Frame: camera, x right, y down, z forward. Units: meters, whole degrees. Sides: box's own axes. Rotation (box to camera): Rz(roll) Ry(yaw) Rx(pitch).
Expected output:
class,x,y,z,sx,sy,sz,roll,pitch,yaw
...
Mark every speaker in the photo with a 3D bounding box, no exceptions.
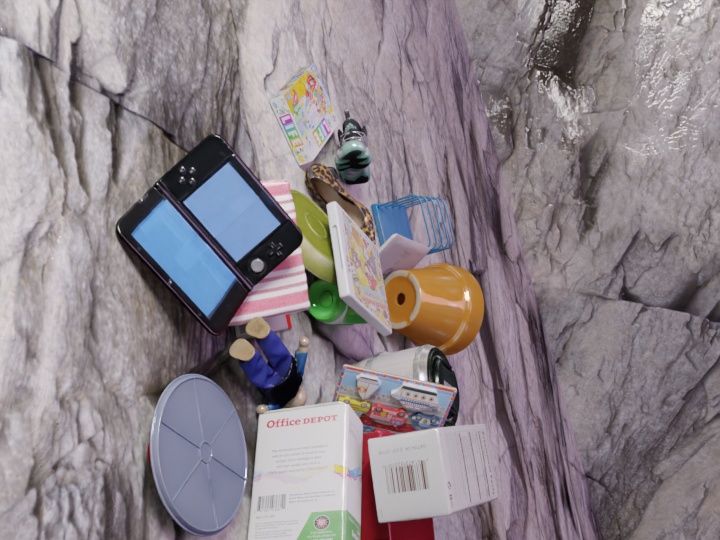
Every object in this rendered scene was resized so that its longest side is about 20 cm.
class,x,y,z,sx,sy,sz,roll,pitch,yaw
speaker,-0.024,0.057,1.479,0.199,0.087,0.090,8,69,-65

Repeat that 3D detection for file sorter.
class,x,y,z,sx,sy,sz,roll,pitch,yaw
file sorter,0.130,-0.100,1.876,0.199,0.121,0.142,-8,84,-67

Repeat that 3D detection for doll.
class,x,y,z,sx,sy,sz,roll,pitch,yaw
doll,-0.123,0.153,1.202,0.137,0.048,0.201,-54,144,-24

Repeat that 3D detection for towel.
class,x,y,z,sx,sy,sz,roll,pitch,yaw
towel,-0.158,-0.027,1.174,0.030,0.143,0.204,164,-83,-72

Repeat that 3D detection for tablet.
class,x,y,z,sx,sy,sz,roll,pitch,yaw
tablet,0.070,-0.016,1.693,0.014,0.130,0.199,51,15,23

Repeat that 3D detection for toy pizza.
class,x,y,z,sx,sy,sz,roll,pitch,yaw
toy pizza,-0.209,0.235,1.018,0.200,0.031,0.203,48,34,-49

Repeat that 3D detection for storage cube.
class,x,y,z,sx,sy,sz,roll,pitch,yaw
storage cube,0.007,0.365,1.260,0.199,0.168,0.183,32,48,-57

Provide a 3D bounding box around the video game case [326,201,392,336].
class,x,y,z,sx,sy,sz,roll,pitch,yaw
video game case,0.000,0.000,1.421,0.200,0.022,0.185,45,31,-57

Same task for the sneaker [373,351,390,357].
class,x,y,z,sx,sy,sz,roll,pitch,yaw
sneaker,0.078,0.264,1.565,0.113,0.070,0.203,-121,-170,-72

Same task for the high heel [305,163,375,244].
class,x,y,z,sx,sy,sz,roll,pitch,yaw
high heel,-0.040,-0.115,1.549,0.202,0.071,0.142,59,17,3

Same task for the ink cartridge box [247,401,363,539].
class,x,y,z,sx,sy,sz,roll,pitch,yaw
ink cartridge box,-0.075,0.302,1.132,0.088,0.142,0.203,60,25,-54

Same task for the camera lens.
class,x,y,z,sx,sy,sz,roll,pitch,yaw
camera lens,0.071,0.230,1.448,0.160,0.197,0.163,45,37,-49

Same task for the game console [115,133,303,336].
class,x,y,z,sx,sy,sz,roll,pitch,yaw
game console,-0.194,-0.051,1.068,0.201,0.172,0.119,49,5,-17

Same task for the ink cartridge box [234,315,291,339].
class,x,y,z,sx,sy,sz,roll,pitch,yaw
ink cartridge box,-0.155,-0.001,1.265,0.176,0.044,0.204,-5,81,-66

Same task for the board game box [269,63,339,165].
class,x,y,z,sx,sy,sz,roll,pitch,yaw
board game box,-0.106,-0.312,1.570,0.136,0.034,0.201,65,25,-24

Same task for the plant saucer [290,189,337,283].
class,x,y,z,sx,sy,sz,roll,pitch,yaw
plant saucer,-0.086,-0.070,1.389,0.200,0.031,0.201,43,22,-23

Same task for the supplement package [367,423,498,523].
class,x,y,z,sx,sy,sz,roll,pitch,yaw
supplement package,0.111,0.296,1.178,0.199,0.115,0.120,17,61,-60

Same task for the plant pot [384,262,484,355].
class,x,y,z,sx,sy,sz,roll,pitch,yaw
plant pot,0.139,0.076,1.734,0.182,0.198,0.204,13,63,-47

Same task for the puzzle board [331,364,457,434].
class,x,y,z,sx,sy,sz,roll,pitch,yaw
puzzle board,0.047,0.240,1.334,0.018,0.196,0.153,-92,-163,-59

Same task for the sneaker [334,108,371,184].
class,x,y,z,sx,sy,sz,roll,pitch,yaw
sneaker,-0.020,-0.271,1.640,0.200,0.076,0.143,97,-13,-79
